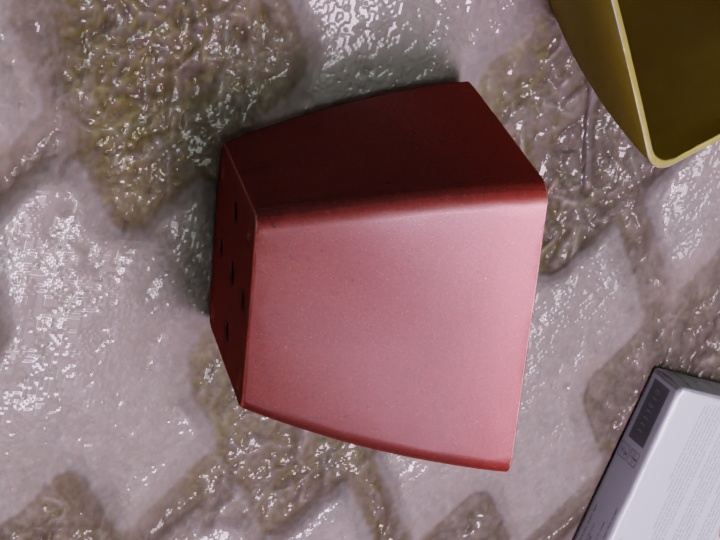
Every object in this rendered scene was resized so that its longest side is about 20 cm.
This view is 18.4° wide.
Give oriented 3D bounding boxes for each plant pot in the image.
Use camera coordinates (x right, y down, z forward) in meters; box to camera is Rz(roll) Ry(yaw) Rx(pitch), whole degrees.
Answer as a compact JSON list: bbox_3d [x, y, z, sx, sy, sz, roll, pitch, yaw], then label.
[{"bbox_3d":[0.209,-0.220,1.438,0.199,0.176,0.200,-27,123,-12],"label":"plant pot"},{"bbox_3d":[0.000,0.000,1.442,0.176,0.200,0.201,0,114,-14],"label":"plant pot"}]

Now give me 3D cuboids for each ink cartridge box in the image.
[{"bbox_3d":[0.266,0.187,1.746,0.173,0.044,0.201,15,106,-32],"label":"ink cartridge box"}]
